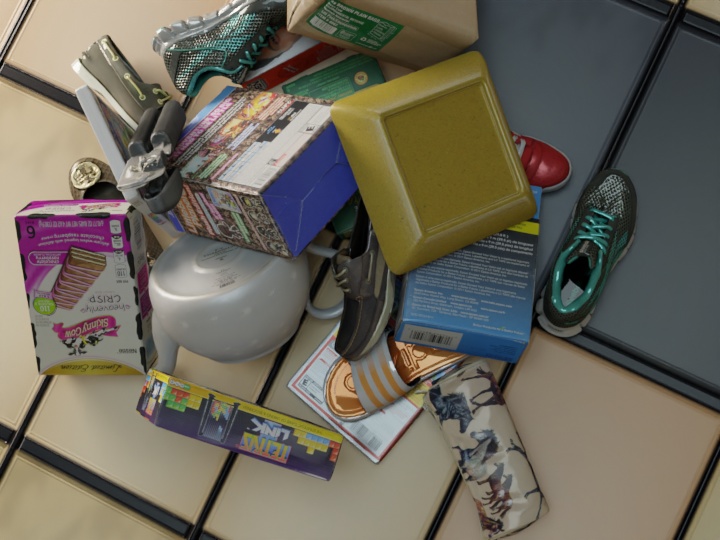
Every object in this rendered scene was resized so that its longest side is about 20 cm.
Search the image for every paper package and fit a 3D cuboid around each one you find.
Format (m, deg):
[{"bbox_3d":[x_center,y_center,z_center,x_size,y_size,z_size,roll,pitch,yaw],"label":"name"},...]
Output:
[{"bbox_3d":[0.026,-0.340,1.497,0.199,0.103,0.191,14,59,-27],"label":"paper package"}]

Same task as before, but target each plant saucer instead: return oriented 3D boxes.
[{"bbox_3d":[0.092,-0.121,1.434,0.200,0.048,0.201,-23,97,-22],"label":"plant saucer"}]

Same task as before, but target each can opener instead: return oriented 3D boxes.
[{"bbox_3d":[-0.219,-0.121,1.436,0.053,0.200,0.067,-19,114,10],"label":"can opener"}]

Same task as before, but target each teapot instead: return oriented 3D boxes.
[{"bbox_3d":[-0.134,0.036,1.509,0.199,0.146,0.198,5,41,35],"label":"teapot"}]

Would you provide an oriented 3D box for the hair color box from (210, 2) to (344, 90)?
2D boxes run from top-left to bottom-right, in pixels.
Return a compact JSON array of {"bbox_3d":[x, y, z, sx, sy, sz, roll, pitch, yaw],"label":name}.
[{"bbox_3d":[-0.071,-0.303,1.595,0.200,0.061,0.102,-28,79,4],"label":"hair color box"}]

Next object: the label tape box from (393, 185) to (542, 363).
[{"bbox_3d":[0.124,-0.007,1.497,0.144,0.063,0.201,11,62,-2],"label":"label tape box"}]

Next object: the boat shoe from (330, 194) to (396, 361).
[{"bbox_3d":[0.000,0.000,1.479,0.073,0.074,0.201,18,85,-23],"label":"boat shoe"}]

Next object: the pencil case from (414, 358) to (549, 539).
[{"bbox_3d":[0.138,0.204,1.467,0.089,0.078,0.201,-24,83,7],"label":"pencil case"}]

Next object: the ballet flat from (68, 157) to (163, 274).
[{"bbox_3d":[-0.292,-0.057,1.593,0.067,0.046,0.200,-33,78,1],"label":"ballet flat"}]

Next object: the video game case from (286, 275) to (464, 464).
[{"bbox_3d":[0.030,0.104,1.537,0.143,0.017,0.200,40,88,12],"label":"video game case"}]

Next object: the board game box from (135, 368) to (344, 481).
[{"bbox_3d":[-0.136,0.167,1.441,0.199,0.165,0.057,20,85,-14],"label":"board game box"}]

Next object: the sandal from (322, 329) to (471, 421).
[{"bbox_3d":[0.046,0.097,1.496,0.206,0.059,0.079,-29,78,2],"label":"sandal"}]

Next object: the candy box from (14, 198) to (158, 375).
[{"bbox_3d":[-0.316,0.021,1.534,0.136,0.061,0.201,-1,111,9],"label":"candy box"}]

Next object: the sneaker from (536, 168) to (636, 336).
[{"bbox_3d":[0.260,-0.023,1.479,0.077,0.091,0.201,20,84,9],"label":"sneaker"}]

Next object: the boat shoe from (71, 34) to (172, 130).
[{"bbox_3d":[-0.266,-0.207,1.601,0.202,0.072,0.060,44,94,16],"label":"boat shoe"}]

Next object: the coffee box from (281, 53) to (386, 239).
[{"bbox_3d":[-0.004,-0.149,1.569,0.123,0.044,0.201,-23,78,3],"label":"coffee box"}]

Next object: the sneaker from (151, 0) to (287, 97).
[{"bbox_3d":[-0.140,-0.263,1.535,0.199,0.078,0.092,-20,83,15],"label":"sneaker"}]

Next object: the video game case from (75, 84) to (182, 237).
[{"bbox_3d":[-0.263,-0.121,1.521,0.018,0.200,0.144,-27,78,1],"label":"video game case"}]

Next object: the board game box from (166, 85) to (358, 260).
[{"bbox_3d":[-0.114,-0.114,1.480,0.200,0.097,0.160,15,52,41],"label":"board game box"}]

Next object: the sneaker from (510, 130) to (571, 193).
[{"bbox_3d":[0.147,-0.150,1.511,0.199,0.113,0.071,19,78,10],"label":"sneaker"}]
